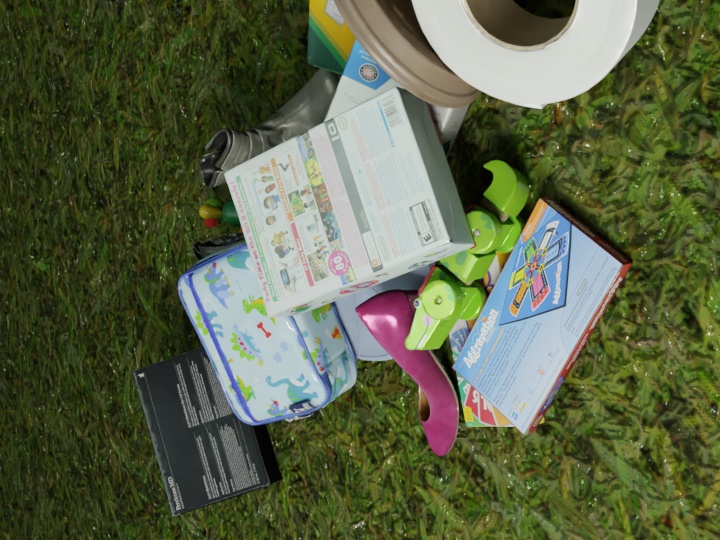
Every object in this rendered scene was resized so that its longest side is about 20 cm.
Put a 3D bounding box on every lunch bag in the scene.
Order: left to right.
[{"bbox_3d":[-0.104,0.066,1.216,0.160,0.082,0.201,-17,99,39],"label":"lunch bag"}]

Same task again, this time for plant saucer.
[{"bbox_3d":[0.047,-0.236,0.993,0.029,0.199,0.201,-35,70,35],"label":"plant saucer"}]

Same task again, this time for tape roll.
[{"bbox_3d":[0.140,-0.239,0.900,0.201,0.071,0.204,18,129,24],"label":"tape roll"}]

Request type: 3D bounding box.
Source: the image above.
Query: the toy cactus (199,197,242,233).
[{"bbox_3d":[-0.135,-0.040,1.362,0.201,0.102,0.166,57,148,31],"label":"toy cactus"}]

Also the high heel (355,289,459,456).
[{"bbox_3d":[0.048,0.111,1.138,0.067,0.095,0.201,-119,21,-57],"label":"high heel"}]

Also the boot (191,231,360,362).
[{"bbox_3d":[-0.093,0.033,1.278,0.199,0.069,0.175,-4,110,23],"label":"boot"}]

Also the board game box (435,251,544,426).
[{"bbox_3d":[0.124,0.054,1.103,0.095,0.030,0.202,-11,87,55],"label":"board game box"}]

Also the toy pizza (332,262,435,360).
[{"bbox_3d":[0.000,0.000,1.191,0.199,0.032,0.202,13,115,29],"label":"toy pizza"}]

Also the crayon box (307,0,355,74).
[{"bbox_3d":[0.005,-0.303,1.144,0.119,0.058,0.202,27,119,48],"label":"crayon box"}]

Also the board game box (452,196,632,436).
[{"bbox_3d":[0.162,0.044,1.024,0.103,0.019,0.201,42,124,29],"label":"board game box"}]

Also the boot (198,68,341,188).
[{"bbox_3d":[-0.100,-0.155,1.264,0.200,0.130,0.068,-48,61,48],"label":"boot"}]

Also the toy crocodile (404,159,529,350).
[{"bbox_3d":[0.097,-0.009,1.042,0.062,0.067,0.201,40,115,28],"label":"toy crocodile"}]

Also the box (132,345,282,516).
[{"bbox_3d":[-0.204,0.209,1.488,0.079,0.140,0.201,41,-149,-79],"label":"box"}]

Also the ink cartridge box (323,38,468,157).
[{"bbox_3d":[0.019,-0.111,1.085,0.116,0.067,0.201,26,105,13],"label":"ink cartridge box"}]

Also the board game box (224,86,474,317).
[{"bbox_3d":[-0.014,-0.058,1.022,0.199,0.064,0.149,-21,81,26],"label":"board game box"}]
